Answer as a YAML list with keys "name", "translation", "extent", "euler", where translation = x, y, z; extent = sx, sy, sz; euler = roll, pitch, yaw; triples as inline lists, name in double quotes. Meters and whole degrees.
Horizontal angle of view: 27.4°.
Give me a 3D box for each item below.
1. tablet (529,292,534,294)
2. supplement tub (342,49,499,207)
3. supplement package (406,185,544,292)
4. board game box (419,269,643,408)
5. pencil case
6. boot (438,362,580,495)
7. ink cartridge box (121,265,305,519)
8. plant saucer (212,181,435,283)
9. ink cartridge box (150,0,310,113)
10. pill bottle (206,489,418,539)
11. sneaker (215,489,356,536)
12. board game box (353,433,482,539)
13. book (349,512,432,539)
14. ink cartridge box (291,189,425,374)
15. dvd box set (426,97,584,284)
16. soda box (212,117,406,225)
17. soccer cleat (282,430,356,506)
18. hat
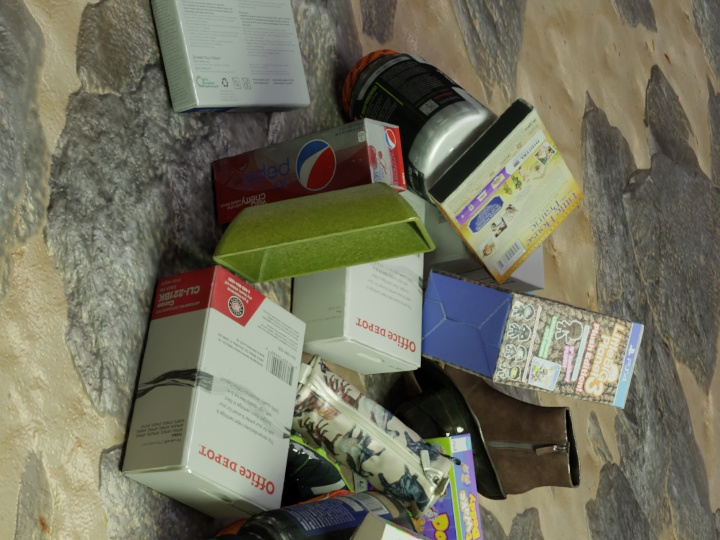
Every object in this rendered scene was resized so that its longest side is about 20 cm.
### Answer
- name: "tablet"
  translation: [0.199, 0.037, 1.981]
  extent: [0.130, 0.014, 0.203]
  euler: [22, 64, -52]
- name: "supplement tub"
  translation: [0.067, -0.166, 1.671]
  extent: [0.121, 0.200, 0.124]
  euler: [-19, 130, -24]
- name: "supplement package"
  translation: [0.126, -0.044, 1.802]
  extent: [0.199, 0.119, 0.123]
  euler: [18, 66, -53]
- name: "board game box"
  translation: [0.186, 0.076, 1.659]
  extent: [0.198, 0.159, 0.098]
  euler: [14, 92, -35]
- name: "pencil case"
  translation: [0.006, 0.171, 1.535]
  extent: [0.199, 0.090, 0.078]
  euler: [37, 59, -1]
- name: "boot"
  translation: [0.182, 0.169, 1.783]
  extent: [0.072, 0.165, 0.203]
  euler: [-10, 89, -52]
- name: "ink cartridge box"
  translation: [-0.136, 0.120, 1.409]
  extent: [0.144, 0.083, 0.203]
  euler: [36, 52, -45]
- name: "plant saucer"
  translation: [-0.033, -0.039, 1.446]
  extent: [0.200, 0.197, 0.049]
  euler: [45, 34, -79]
- name: "ink cartridge box"
  translation: [-0.139, -0.266, 1.545]
  extent: [0.199, 0.040, 0.203]
  euler: [-8, 88, -56]
- name: "pill bottle"
  translation: [-0.049, 0.270, 1.356]
  extent: [0.198, 0.111, 0.114]
  euler: [-4, 84, -39]
- name: "sneaker"
  translation: [-0.060, 0.258, 1.470]
  extent: [0.198, 0.077, 0.074]
  euler: [1, 81, -38]
- name: "board game box"
  translation: [0.066, 0.286, 1.614]
  extent: [0.045, 0.133, 0.203]
  euler: [1, 80, -55]
- name: "book"
  translation: [0.042, 0.309, 1.346]
  extent: [0.199, 0.048, 0.135]
  euler: [34, 85, -46]
- name: "ink cartridge box"
  translation: [0.000, 0.000, 1.637]
  extent: [0.146, 0.085, 0.203]
  euler: [25, 63, -50]
- name: "dvd box set"
  translation: [0.165, -0.084, 1.639]
  extent: [0.146, 0.029, 0.200]
  euler: [-46, 144, -1]
- name: "soda box"
  translation: [-0.053, -0.094, 1.483]
  extent: [0.063, 0.198, 0.071]
  euler: [4, 77, -54]
- name: "soccer cleat"
  translation: [-0.049, 0.235, 1.527]
  extent: [0.200, 0.067, 0.082]
  euler: [49, 61, -35]
- name: "hat"
  translation: [0.087, 0.198, 1.699]
  extent: [0.080, 0.200, 0.203]
  euler: [-30, 111, -13]
